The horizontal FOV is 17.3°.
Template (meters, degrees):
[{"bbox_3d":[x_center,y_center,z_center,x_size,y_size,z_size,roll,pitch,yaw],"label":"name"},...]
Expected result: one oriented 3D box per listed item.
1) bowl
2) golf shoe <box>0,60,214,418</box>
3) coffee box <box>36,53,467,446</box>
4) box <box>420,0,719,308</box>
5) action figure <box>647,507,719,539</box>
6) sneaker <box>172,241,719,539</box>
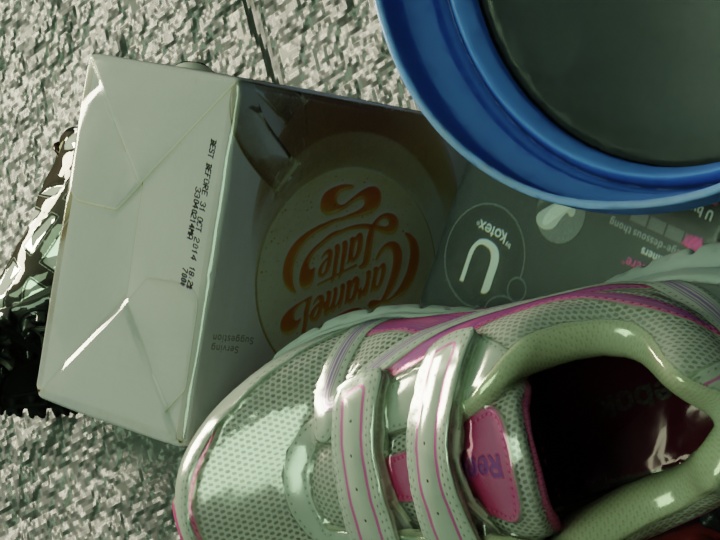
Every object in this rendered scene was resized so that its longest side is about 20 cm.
[{"bbox_3d":[0.088,-0.114,0.664,0.200,0.039,0.201,-5,83,41],"label":"bowl"},{"bbox_3d":[-0.111,-0.009,1.004,0.200,0.078,0.095,-37,44,33],"label":"golf shoe"},{"bbox_3d":[0.000,0.000,0.794,0.080,0.200,0.115,13,94,45],"label":"coffee box"},{"bbox_3d":[0.120,-0.058,0.738,0.106,0.122,0.200,29,105,40],"label":"box"},{"bbox_3d":[0.077,0.128,0.727,0.200,0.193,0.105,140,127,-62],"label":"action figure"},{"bbox_3d":[0.031,0.045,0.653,0.200,0.088,0.082,-20,93,20],"label":"sneaker"}]
